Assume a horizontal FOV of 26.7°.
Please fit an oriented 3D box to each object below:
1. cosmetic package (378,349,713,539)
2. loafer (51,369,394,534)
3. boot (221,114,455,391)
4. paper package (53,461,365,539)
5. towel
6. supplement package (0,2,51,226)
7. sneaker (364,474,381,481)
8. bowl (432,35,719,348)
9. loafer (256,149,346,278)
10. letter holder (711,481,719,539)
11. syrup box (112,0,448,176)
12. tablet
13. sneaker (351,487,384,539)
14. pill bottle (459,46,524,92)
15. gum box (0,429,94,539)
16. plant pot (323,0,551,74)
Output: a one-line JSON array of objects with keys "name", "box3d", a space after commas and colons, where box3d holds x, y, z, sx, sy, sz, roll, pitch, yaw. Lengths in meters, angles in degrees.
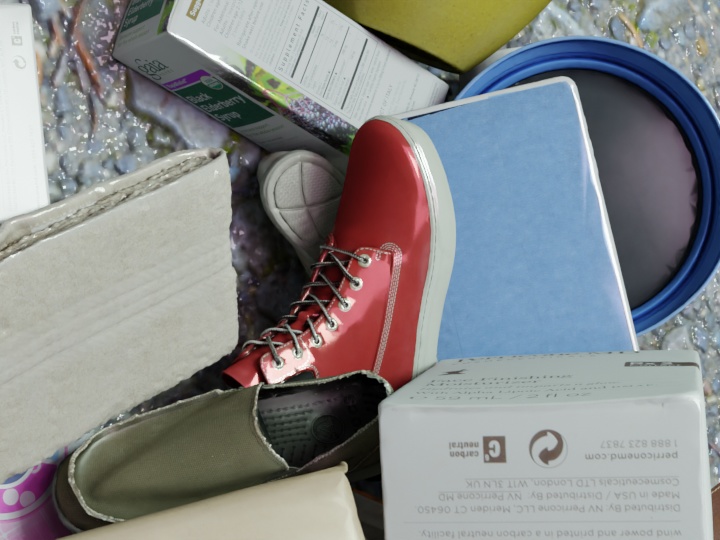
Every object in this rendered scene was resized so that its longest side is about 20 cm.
[{"name": "cosmetic package", "box3d": [0.110, 0.137, 0.837, 0.200, 0.165, 0.165, -17, 104, -78]}, {"name": "loafer", "box3d": [-0.068, 0.090, 0.816, 0.200, 0.070, 0.075, -16, 62, -16]}, {"name": "boot", "box3d": [-0.018, 0.010, 0.901, 0.144, 0.072, 0.200, -10, 108, -42]}, {"name": "paper package", "box3d": [-0.080, 0.214, 0.730, 0.200, 0.103, 0.191, -11, 70, -23]}, {"name": "towel", "box3d": [-0.145, 0.024, 0.806, 0.200, 0.034, 0.133, -28, 131, -39]}, {"name": "supplement package", "box3d": [-0.279, -0.070, 0.781, 0.200, 0.121, 0.120, -4, 87, -34]}, {"name": "sneaker", "box3d": [0.090, 0.132, 1.042, 0.200, 0.073, 0.112, -20, 110, -25]}, {"name": "bowl", "box3d": [0.140, -0.050, 0.983, 0.200, 0.039, 0.201, 0, 88, 2]}, {"name": "loafer", "box3d": [0.000, 0.000, 1.003, 0.072, 0.063, 0.200, -38, 110, -7]}, {"name": "letter holder", "box3d": [0.267, 0.226, 1.004, 0.200, 0.142, 0.101, -29, 139, -46]}, {"name": "syrup box", "box3d": [-0.049, -0.128, 0.972, 0.200, 0.079, 0.082, 29, 69, -29]}, {"name": "tablet", "box3d": [0.094, -0.013, 0.955, 0.130, 0.014, 0.200, -13, 89, 0]}, {"name": "sneaker", "box3d": [-0.039, 0.173, 0.956, 0.200, 0.076, 0.092, 26, 78, -21]}, {"name": "pill bottle", "box3d": [0.119, -0.050, 1.058, 0.112, 0.112, 0.200, -5, 87, -35]}, {"name": "gum box", "box3d": [-0.215, 0.102, 0.837, 0.113, 0.066, 0.200, 15, 76, -34]}, {"name": "plant pot", "box3d": [0.051, -0.214, 1.001, 0.200, 0.200, 0.142, 21, 93, -31]}]
